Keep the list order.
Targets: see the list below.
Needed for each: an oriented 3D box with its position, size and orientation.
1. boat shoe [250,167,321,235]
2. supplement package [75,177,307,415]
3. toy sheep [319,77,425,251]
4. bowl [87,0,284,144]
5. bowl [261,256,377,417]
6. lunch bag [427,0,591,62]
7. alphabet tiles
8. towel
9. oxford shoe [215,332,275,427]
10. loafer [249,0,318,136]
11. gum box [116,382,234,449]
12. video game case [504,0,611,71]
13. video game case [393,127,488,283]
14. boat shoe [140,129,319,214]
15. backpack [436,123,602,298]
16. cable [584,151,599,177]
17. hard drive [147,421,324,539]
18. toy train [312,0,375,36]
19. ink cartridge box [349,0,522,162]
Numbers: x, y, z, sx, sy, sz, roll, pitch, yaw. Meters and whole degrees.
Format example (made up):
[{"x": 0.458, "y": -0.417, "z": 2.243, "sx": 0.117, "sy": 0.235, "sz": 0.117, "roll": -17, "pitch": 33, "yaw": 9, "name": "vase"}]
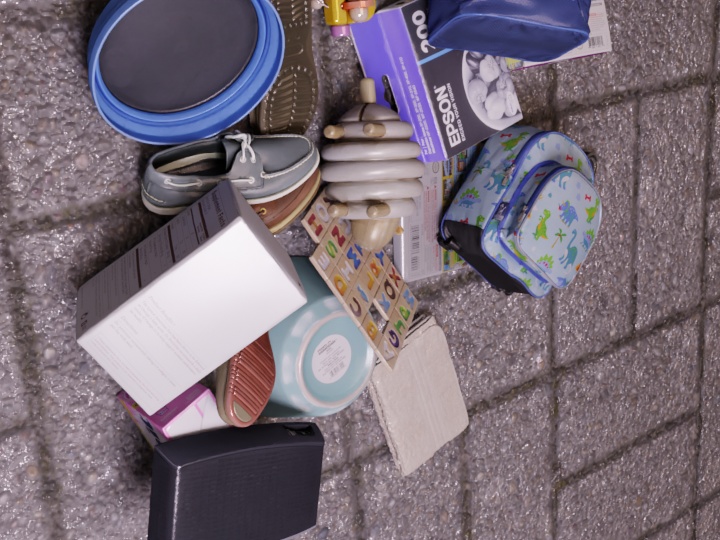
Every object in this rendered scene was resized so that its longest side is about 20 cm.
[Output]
[{"x": -0.125, "y": -0.069, "z": 1.112, "sx": 0.200, "sy": 0.072, "sz": 0.068, "roll": -41, "pitch": 126, "yaw": -21, "name": "boat shoe"}, {"x": -0.172, "y": 0.024, "z": 1.017, "sx": 0.199, "sy": 0.117, "sz": 0.117, "roll": -35, "pitch": 118, "yaw": 3, "name": "supplement package"}, {"x": 0.013, "y": -0.123, "z": 1.175, "sx": 0.137, "sy": 0.137, "sz": 0.202, "roll": -4, "pitch": 99, "yaw": -38, "name": "toy sheep"}, {"x": -0.173, "y": -0.212, "z": 0.995, "sx": 0.199, "sy": 0.039, "sz": 0.201, "roll": -21, "pitch": 146, "yaw": -15, "name": "bowl"}, {"x": -0.055, "y": 0.092, "z": 1.191, "sx": 0.200, "sy": 0.105, "sz": 0.202, "roll": -12, "pitch": 109, "yaw": -38, "name": "bowl"}, {"x": 0.166, "y": -0.332, "z": 1.175, "sx": 0.198, "sy": 0.136, "sz": 0.133, "roll": 5, "pitch": 84, "yaw": -19, "name": "lunch bag"}, {"x": 0.000, "y": 0.000, "z": 1.199, "sx": 0.201, "sy": 0.008, "sz": 0.167, "roll": 56, "pitch": 27, "yaw": -16, "name": "alphabet tiles"}, {"x": 0.075, "y": 0.168, "z": 1.365, "sx": 0.132, "sy": 0.034, "sz": 0.201, "roll": -33, "pitch": 121, "yaw": -27, "name": "towel"}, {"x": -0.136, "y": 0.089, "z": 1.082, "sx": 0.071, "sy": 0.073, "sz": 0.201, "roll": 56, "pitch": 25, "yaw": -36, "name": "oxford shoe"}, {"x": -0.091, "y": -0.230, "z": 1.106, "sx": 0.076, "sy": 0.067, "sz": 0.201, "roll": -13, "pitch": 125, "yaw": -32, "name": "loafer"}, {"x": -0.174, "y": 0.206, "z": 1.116, "sx": 0.066, "sy": 0.113, "sz": 0.201, "roll": -40, "pitch": 123, "yaw": -24, "name": "gum box"}, {"x": 0.248, "y": -0.366, "z": 1.329, "sx": 0.199, "sy": 0.036, "sz": 0.183, "roll": -19, "pitch": 100, "yaw": -40, "name": "video game case"}, {"x": 0.115, "y": -0.097, "z": 1.335, "sx": 0.181, "sy": 0.023, "sz": 0.202, "roll": -14, "pitch": 109, "yaw": -36, "name": "video game case"}, {"x": -0.134, "y": -0.112, "z": 1.064, "sx": 0.199, "sy": 0.073, "sz": 0.062, "roll": -16, "pitch": 149, "yaw": -18, "name": "boat shoe"}, {"x": 0.226, "y": -0.081, "z": 1.320, "sx": 0.183, "sy": 0.146, "sz": 0.201, "roll": 36, "pitch": 75, "yaw": -41, "name": "backpack"}, {"x": 0.305, "y": -0.084, "z": 1.473, "sx": 0.200, "sy": 0.050, "sz": 0.097, "roll": -45, "pitch": 120, "yaw": -19, "name": "cable"}, {"x": -0.125, "y": 0.234, "z": 1.060, "sx": 0.199, "sy": 0.042, "sz": 0.136, "roll": -1, "pitch": 103, "yaw": -39, "name": "hard drive"}, {"x": -0.010, "y": -0.354, "z": 1.140, "sx": 0.200, "sy": 0.055, "sz": 0.151, "roll": -43, "pitch": 123, "yaw": -23, "name": "toy train"}, {"x": 0.098, "y": -0.245, "z": 1.253, "sx": 0.199, "sy": 0.043, "sz": 0.199, "roll": -31, "pitch": 111, "yaw": -29, "name": "ink cartridge box"}]
